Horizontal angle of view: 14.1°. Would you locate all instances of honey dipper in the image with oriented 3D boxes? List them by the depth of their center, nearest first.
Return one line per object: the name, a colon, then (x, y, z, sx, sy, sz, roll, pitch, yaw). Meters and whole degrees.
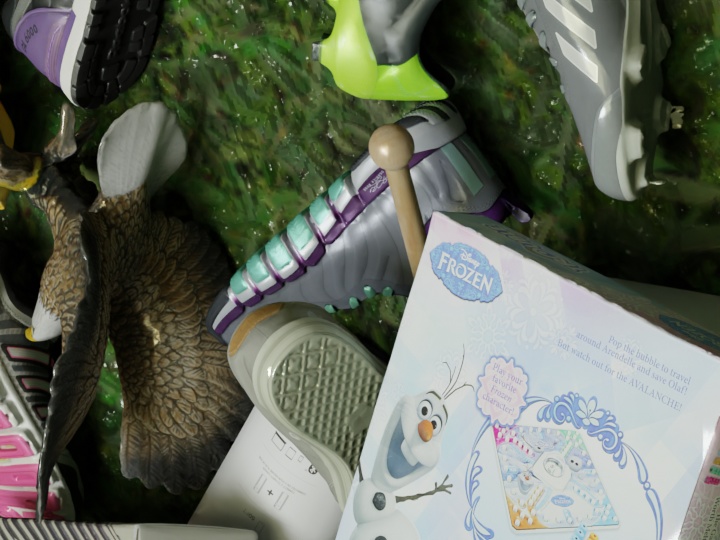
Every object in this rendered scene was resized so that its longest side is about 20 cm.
honey dipper: (0.033, 0.001, 1.462, 0.038, 0.038, 0.201, 16, 142, 29)

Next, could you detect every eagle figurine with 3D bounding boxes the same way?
eagle figurine: (-0.140, 0.021, 1.579, 0.151, 0.151, 0.201, 98, 149, -70)

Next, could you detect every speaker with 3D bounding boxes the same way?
speaker: (-0.046, 0.132, 1.586, 0.081, 0.081, 0.200, 40, 123, 16)

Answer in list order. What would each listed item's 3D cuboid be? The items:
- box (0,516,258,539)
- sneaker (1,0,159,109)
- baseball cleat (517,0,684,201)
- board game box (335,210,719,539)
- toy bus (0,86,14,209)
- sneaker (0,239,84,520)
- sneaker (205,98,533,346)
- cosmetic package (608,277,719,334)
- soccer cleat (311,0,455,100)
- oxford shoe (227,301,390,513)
box: (-0.140, 0.170, 1.580, 0.200, 0.082, 0.069, -5, 80, 54)
sneaker: (-0.146, -0.190, 1.554, 0.087, 0.076, 0.201, 38, 123, 25)
baseball cleat: (0.097, -0.133, 1.410, 0.106, 0.070, 0.201, -1, 94, 22)
board game box: (0.085, 0.099, 1.369, 0.200, 0.043, 0.200, 29, 109, 42)
toy bus: (-0.262, -0.145, 1.606, 0.135, 0.200, 0.193, 16, 81, 35)
sneaker: (-0.200, 0.061, 1.674, 0.073, 0.088, 0.201, 0, 128, 35)
sneaker: (0.000, 0.000, 1.520, 0.088, 0.074, 0.200, 49, 127, 1)
cosmetic package: (0.151, 0.087, 1.460, 0.199, 0.052, 0.152, 9, 113, 31)
soccer cleat: (0.027, -0.182, 1.452, 0.081, 0.068, 0.201, 9, 108, 6)
oxford shoe: (-0.003, 0.076, 1.470, 0.075, 0.200, 0.058, -47, 46, -5)
